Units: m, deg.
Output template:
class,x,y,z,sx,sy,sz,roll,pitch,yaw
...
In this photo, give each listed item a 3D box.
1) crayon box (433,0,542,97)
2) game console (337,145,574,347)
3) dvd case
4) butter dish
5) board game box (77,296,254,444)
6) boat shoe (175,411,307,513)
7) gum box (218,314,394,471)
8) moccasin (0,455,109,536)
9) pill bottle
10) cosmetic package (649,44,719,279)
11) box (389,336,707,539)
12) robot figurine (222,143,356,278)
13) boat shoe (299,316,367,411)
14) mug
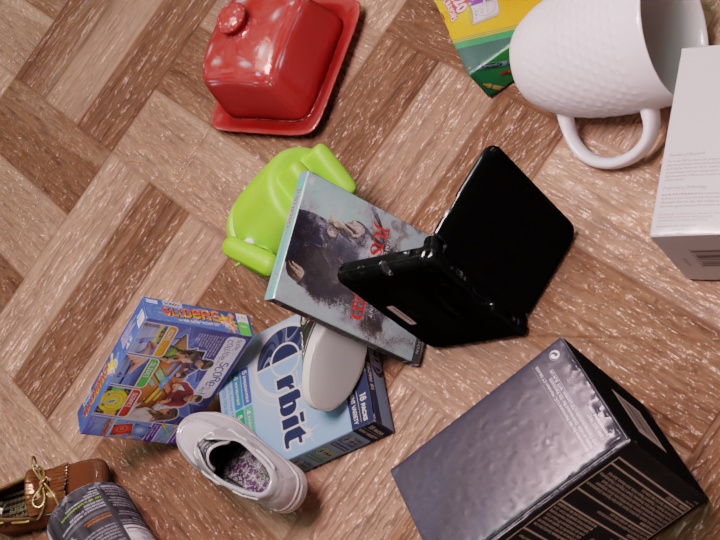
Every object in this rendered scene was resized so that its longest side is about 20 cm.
class,x,y,z,sx,sy,sz,roll,pitch,yaw
crayon box,0.156,-0.316,1.463,0.118,0.058,0.201,-33,52,18
game console,0.100,-0.017,1.257,0.174,0.200,0.118,-11,60,32
dvd case,0.000,0.000,1.325,0.022,0.199,0.147,-10,59,52
butter dish,-0.128,-0.290,1.599,0.198,0.148,0.201,9,73,38
board game box,-0.224,0.120,1.421,0.201,0.134,0.035,-55,39,32
boat shoe,-0.145,0.204,1.351,0.199,0.068,0.072,31,88,41
gum box,-0.068,0.137,1.404,0.199,0.044,0.171,-28,53,23
moccasin,-0.396,0.276,1.550,0.200,0.078,0.074,-17,58,29
pill bottle,-0.272,0.341,1.406,0.106,0.106,0.200,-48,48,5
cosmetic package,0.346,-0.104,1.184,0.084,0.107,0.202,-1,65,36
box,0.167,0.190,1.101,0.198,0.200,0.124,-40,50,12
robot figurine,-0.083,-0.065,1.446,0.175,0.116,0.200,-42,2,-39
boat shoe,-0.031,0.055,1.351,0.063,0.070,0.202,-7,63,49
mug,0.254,-0.207,1.295,0.174,0.147,0.203,-7,93,42
